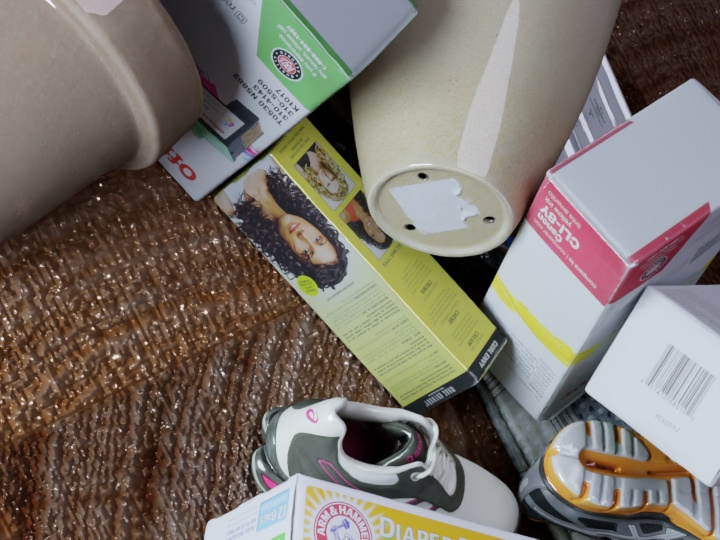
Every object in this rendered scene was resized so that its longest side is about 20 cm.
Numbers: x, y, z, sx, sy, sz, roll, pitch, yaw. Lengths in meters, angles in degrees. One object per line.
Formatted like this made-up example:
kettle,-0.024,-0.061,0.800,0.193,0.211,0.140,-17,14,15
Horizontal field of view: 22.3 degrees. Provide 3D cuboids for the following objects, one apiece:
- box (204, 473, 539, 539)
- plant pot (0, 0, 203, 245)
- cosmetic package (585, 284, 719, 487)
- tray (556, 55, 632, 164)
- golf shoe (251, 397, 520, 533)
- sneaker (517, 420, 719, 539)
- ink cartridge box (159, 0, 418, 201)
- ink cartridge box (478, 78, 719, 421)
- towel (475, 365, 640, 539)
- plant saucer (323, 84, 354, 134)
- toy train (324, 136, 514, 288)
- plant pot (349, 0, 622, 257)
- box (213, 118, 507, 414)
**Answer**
box,0.014,0.204,1.078,0.198,0.112,0.102,19,59,-27
plant pot,-0.215,-0.093,1.019,0.200,0.200,0.175,43,69,-11
cosmetic package,0.244,0.070,1.193,0.107,0.085,0.199,38,17,27
tray,0.175,-0.119,1.402,0.107,0.022,0.202,-15,79,-38
golf shoe,0.031,0.132,1.140,0.199,0.088,0.078,20,57,-29
sneaker,0.193,0.150,1.216,0.198,0.077,0.079,18,55,-23
ink cartridge box,-0.082,-0.149,1.113,0.145,0.200,0.084,47,53,-8
ink cartridge box,0.164,-0.009,1.192,0.145,0.201,0.083,-33,70,-30
towel,0.193,0.118,1.284,0.192,0.034,0.201,-26,85,-34
plant saucer,0.027,-0.164,1.311,0.199,0.029,0.202,16,61,-31
toy train,0.044,-0.037,1.263,0.199,0.034,0.046,29,45,-23
plant pot,0.065,-0.117,1.173,0.186,0.187,0.202,29,54,-22
box,0.000,0.000,1.187,0.200,0.075,0.050,46,48,-8
